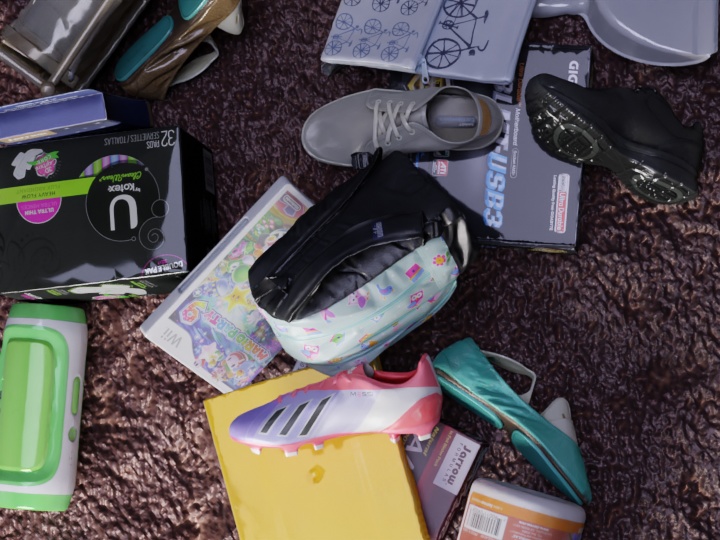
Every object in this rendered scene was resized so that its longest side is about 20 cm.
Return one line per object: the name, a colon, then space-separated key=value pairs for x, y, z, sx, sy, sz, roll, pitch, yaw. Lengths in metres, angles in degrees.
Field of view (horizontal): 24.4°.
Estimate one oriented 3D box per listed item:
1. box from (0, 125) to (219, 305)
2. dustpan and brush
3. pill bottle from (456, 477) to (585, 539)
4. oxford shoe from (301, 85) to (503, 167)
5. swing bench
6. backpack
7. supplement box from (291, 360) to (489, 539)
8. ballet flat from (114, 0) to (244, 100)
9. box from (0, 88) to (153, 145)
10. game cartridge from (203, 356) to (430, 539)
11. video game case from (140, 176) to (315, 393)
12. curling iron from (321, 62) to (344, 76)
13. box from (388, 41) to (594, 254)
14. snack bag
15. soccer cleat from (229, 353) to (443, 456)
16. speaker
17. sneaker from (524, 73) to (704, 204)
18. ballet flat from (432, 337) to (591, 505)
box: x=-0.252 y=-0.051 z=1.657 sx=0.198 sy=0.124 sz=0.150 roll=-7 pitch=81 yaw=10
dustpan and brush: x=0.244 y=-0.263 z=1.621 sx=0.198 sy=0.057 sz=0.141 roll=3 pitch=73 yaw=6
pill bottle: x=0.132 y=0.302 z=1.545 sx=0.111 sy=0.112 sz=0.202 roll=15 pitch=87 yaw=13
oxford shoe: x=0.037 y=-0.141 z=1.596 sx=0.198 sy=0.058 sz=0.076 roll=-3 pitch=86 yaw=14
swing bench: x=-0.280 y=-0.276 z=1.657 sx=0.129 sy=0.200 sz=0.200 roll=36 pitch=92 yaw=3
backpack: x=0.000 y=0.000 z=1.539 sx=0.199 sy=0.127 sz=0.167 roll=-38 pitch=35 yaw=-5
supplement box: x=0.012 y=0.170 z=1.610 sx=0.199 sy=0.061 sz=0.110 roll=26 pitch=89 yaw=12
ballet flat: x=-0.164 y=-0.243 z=1.675 sx=0.200 sy=0.072 sz=0.068 roll=-46 pitch=37 yaw=22
box: x=-0.288 y=-0.147 z=1.634 sx=0.120 sy=0.200 sz=0.033 roll=-10 pitch=90 yaw=9
game cartridge: x=-0.041 y=0.193 z=1.574 sx=0.175 sy=0.032 sz=0.202 roll=-17 pitch=83 yaw=9
video game case: x=-0.100 y=0.020 z=1.617 sx=0.200 sy=0.143 sz=0.018 roll=-46 pitch=44 yaw=3
curling iron: x=0.047 y=-0.250 z=1.667 sx=0.199 sy=0.026 sz=0.050 roll=-28 pitch=72 yaw=7
box: x=0.122 y=-0.123 z=1.628 sx=0.196 sy=0.050 sz=0.202 roll=5 pitch=85 yaw=13
snack bag: x=0.079 y=-0.265 z=1.623 sx=0.198 sy=0.021 sz=0.190 roll=11 pitch=64 yaw=19
soccer cleat: x=-0.024 y=0.121 z=1.524 sx=0.198 sy=0.067 sz=0.077 roll=-5 pitch=101 yaw=6
speaker: x=-0.321 y=0.136 z=1.671 sx=0.088 sy=0.088 sz=0.202 roll=3 pitch=84 yaw=12
sneaker: x=0.240 y=-0.139 z=1.570 sx=0.199 sy=0.076 sz=0.091 roll=28 pitch=68 yaw=-22
ballet flat: x=0.157 y=0.134 z=1.585 sx=0.200 sy=0.067 sz=0.070 roll=40 pitch=78 yaw=11
